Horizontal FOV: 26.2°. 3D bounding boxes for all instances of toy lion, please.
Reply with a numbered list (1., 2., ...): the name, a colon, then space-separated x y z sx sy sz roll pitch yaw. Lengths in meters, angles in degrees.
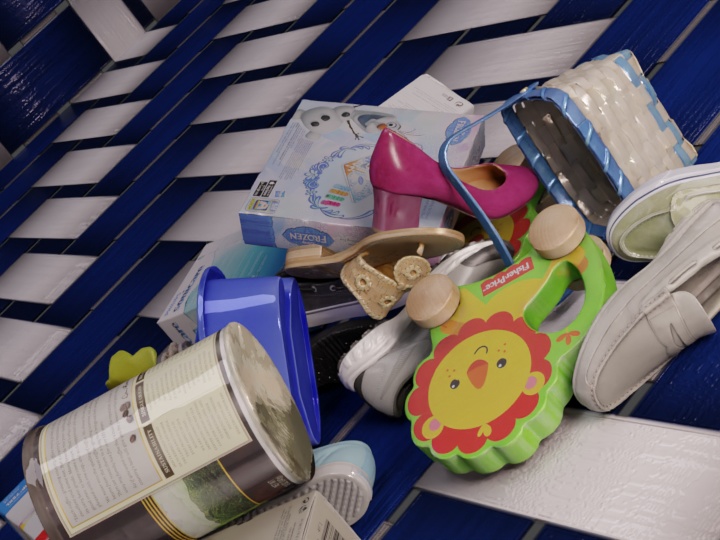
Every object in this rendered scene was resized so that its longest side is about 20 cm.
1. toy lion: 0.107 -0.025 1.536 0.199 0.069 0.193 -15 40 45
2. toy lion: 0.124 0.067 1.270 0.199 0.069 0.193 -31 41 18

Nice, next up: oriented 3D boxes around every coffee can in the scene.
1. coffee can: -0.158 0.153 1.283 0.199 0.147 0.147 -28 23 9

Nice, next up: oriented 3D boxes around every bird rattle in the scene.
1. bird rattle: -0.219 0.178 1.597 0.200 0.112 0.164 -104 37 -63

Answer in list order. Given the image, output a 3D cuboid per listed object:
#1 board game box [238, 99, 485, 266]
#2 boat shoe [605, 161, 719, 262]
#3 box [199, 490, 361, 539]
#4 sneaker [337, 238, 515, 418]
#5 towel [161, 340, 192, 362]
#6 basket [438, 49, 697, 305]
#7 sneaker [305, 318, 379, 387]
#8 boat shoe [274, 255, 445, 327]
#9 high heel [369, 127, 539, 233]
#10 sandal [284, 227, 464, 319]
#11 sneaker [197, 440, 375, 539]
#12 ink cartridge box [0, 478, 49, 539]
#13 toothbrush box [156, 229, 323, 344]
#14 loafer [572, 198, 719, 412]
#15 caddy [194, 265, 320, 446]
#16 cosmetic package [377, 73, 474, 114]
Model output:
1. board game box: 0.006 -0.091 1.523 0.197 0.044 0.201 6 41 17
2. boat shoe: 0.291 -0.050 1.275 0.199 0.072 0.062 -22 25 28
3. box: -0.096 0.259 1.267 0.199 0.082 0.069 -25 26 27
4. sneaker: 0.072 0.052 1.413 0.200 0.079 0.074 -46 -20 3
5. towel: -0.148 0.156 1.474 0.034 0.133 0.200 -27 25 8
6. basket: 0.188 -0.087 1.386 0.199 0.177 0.139 -36 9 -20
7. sneaker: -0.061 0.090 1.559 0.199 0.060 0.104 -33 23 13
8. boat shoe: 0.000 0.000 1.507 0.199 0.067 0.070 -15 27 35
9. high heel: 0.093 -0.095 1.403 0.199 0.097 0.067 -18 32 -39
10. sandal: 0.011 0.011 1.391 0.211 0.077 0.070 -7 74 45
11. sneaker: -0.069 0.205 1.355 0.198 0.074 0.082 -20 19 21
12. ink cartridge box: -0.262 0.262 1.465 0.067 0.117 0.200 -44 22 -18
13. toothbrush box: -0.113 0.015 1.750 0.199 0.085 0.147 -20 29 36
14. loafer: 0.241 0.030 1.197 0.200 0.070 0.070 -51 40 -6
15. caddy: -0.105 0.093 1.437 0.104 0.202 0.141 -9 -3 10
16. cosmetic package: 0.029 -0.108 1.665 0.081 0.113 0.199 36 55 28
